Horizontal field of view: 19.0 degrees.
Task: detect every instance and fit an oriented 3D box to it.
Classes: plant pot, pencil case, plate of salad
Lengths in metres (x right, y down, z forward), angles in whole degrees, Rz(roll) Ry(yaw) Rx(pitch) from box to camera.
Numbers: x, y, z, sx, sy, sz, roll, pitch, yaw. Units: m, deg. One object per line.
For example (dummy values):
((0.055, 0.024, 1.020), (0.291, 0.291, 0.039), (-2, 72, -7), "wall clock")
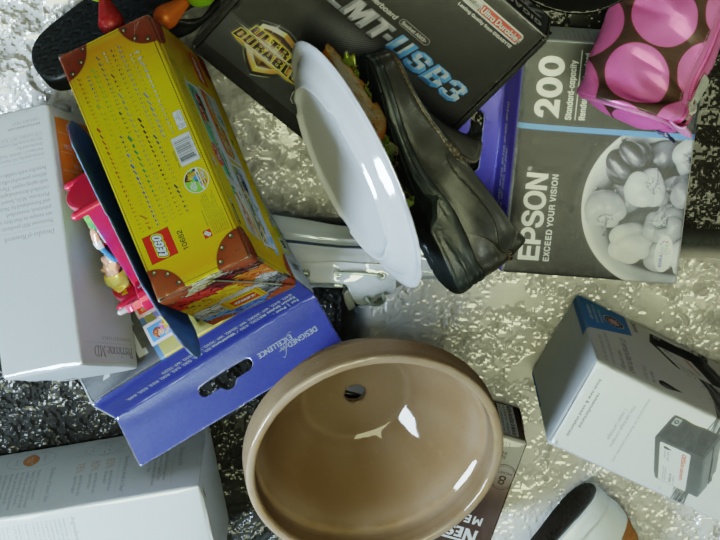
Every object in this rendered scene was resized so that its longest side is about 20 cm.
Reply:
((0.004, 0.119, 1.660), (0.201, 0.093, 0.201), (-6, 127, -8), "plant pot")
((0.242, -0.202, 1.620), (0.091, 0.094, 0.200), (19, 92, -52), "pencil case")
((0.004, -0.081, 1.588), (0.048, 0.200, 0.200), (-27, 110, -13), "plate of salad")

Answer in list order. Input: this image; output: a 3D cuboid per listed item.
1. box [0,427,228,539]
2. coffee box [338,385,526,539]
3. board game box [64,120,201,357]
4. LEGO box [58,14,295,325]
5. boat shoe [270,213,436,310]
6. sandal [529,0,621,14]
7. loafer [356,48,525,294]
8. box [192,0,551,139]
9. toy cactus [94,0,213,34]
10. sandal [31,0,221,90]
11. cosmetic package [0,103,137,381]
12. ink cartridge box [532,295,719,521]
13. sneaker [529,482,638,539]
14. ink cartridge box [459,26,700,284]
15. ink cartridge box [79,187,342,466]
((-0.216, 0.207, 1.770), (0.200, 0.124, 0.098), (-10, 110, 3), "box")
((0.025, 0.149, 1.775), (0.200, 0.080, 0.113), (17, 107, -7), "coffee box")
((-0.184, -0.015, 1.602), (0.039, 0.158, 0.200), (-29, 77, 2), "board game box")
((-0.133, -0.072, 1.598), (0.077, 0.149, 0.200), (-25, 78, 7), "LEGO box")
((0.000, 0.000, 1.721), (0.200, 0.074, 0.067), (7, 83, 8), "boat shoe")
((0.115, -0.241, 1.568), (0.200, 0.045, 0.075), (19, 88, -10), "sandal")
((0.059, -0.084, 1.642), (0.072, 0.073, 0.200), (-29, 110, -12), "loafer")
((0.008, -0.183, 1.650), (0.200, 0.050, 0.198), (40, 119, -14), "box")
((-0.132, -0.274, 1.586), (0.200, 0.102, 0.165), (-33, 69, 4), "toy cactus")
((-0.160, -0.203, 1.657), (0.200, 0.075, 0.048), (-30, 144, 9), "sandal")
((-0.234, -0.019, 1.652), (0.071, 0.101, 0.200), (-10, 83, 18), "cosmetic package")
((0.249, 0.118, 1.734), (0.200, 0.145, 0.084), (25, 107, -10), "ink cartridge box")
((0.158, 0.279, 1.819), (0.200, 0.073, 0.085), (-46, 110, 2), "sneaker")
((0.164, -0.093, 1.710), (0.200, 0.043, 0.198), (4, 110, -1), "ink cartridge box")
((-0.146, 0.020, 1.694), (0.198, 0.047, 0.200), (-32, 75, 11), "ink cartridge box")
